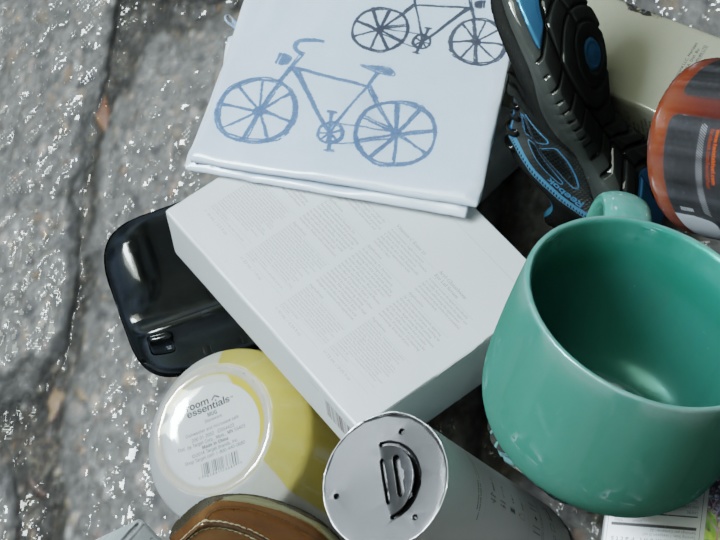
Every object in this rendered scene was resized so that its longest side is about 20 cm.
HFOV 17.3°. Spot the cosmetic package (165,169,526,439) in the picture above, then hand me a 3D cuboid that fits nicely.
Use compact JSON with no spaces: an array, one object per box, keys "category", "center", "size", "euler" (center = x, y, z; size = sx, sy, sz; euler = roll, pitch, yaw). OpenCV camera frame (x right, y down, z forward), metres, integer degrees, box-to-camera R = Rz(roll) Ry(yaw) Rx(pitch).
[{"category":"cosmetic package","center":[0.000,0.000,1.435],"size":[0.150,0.052,0.200],"euler":[-34,61,-16]}]

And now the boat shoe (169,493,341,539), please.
[{"category":"boat shoe","center":[-0.027,0.206,1.419],"size":[0.076,0.199,0.074],"euler":[-43,28,22]}]

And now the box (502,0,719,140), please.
[{"category":"box","center":[0.148,-0.129,1.502],"size":[0.199,0.082,0.069],"euler":[26,72,24]}]

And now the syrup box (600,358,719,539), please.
[{"category":"syrup box","center":[0.192,0.148,1.399],"size":[0.081,0.079,0.202],"euler":[0,73,26]}]

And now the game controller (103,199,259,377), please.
[{"category":"game controller","center":[-0.061,-0.008,1.511],"size":[0.199,0.042,0.105],"euler":[-19,80,-11]}]

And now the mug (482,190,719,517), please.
[{"category":"mug","center":[0.152,0.055,1.331],"size":[0.151,0.185,0.115],"euler":[32,130,14]}]

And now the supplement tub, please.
[{"category":"supplement tub","center":[0.262,-0.058,1.318],"size":[0.199,0.107,0.108],"euler":[14,78,49]}]

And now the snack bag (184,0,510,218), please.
[{"category":"snack bag","center":[0.003,-0.132,1.475],"size":[0.187,0.021,0.201],"euler":[8,61,12]}]

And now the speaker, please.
[{"category":"speaker","center":[0.055,0.148,1.397],"size":[0.081,0.200,0.082],"euler":[-9,68,23]}]

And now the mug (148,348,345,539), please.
[{"category":"mug","center":[-0.049,0.104,1.494],"size":[0.149,0.153,0.188],"euler":[26,85,32]}]

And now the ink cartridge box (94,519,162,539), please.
[{"category":"ink cartridge box","center":[-0.115,0.251,1.446],"size":[0.044,0.200,0.173],"euler":[-49,11,-33]}]

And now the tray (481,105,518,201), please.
[{"category":"tray","center":[0.048,-0.085,1.588],"size":[0.200,0.022,0.108],"euler":[-44,58,7]}]

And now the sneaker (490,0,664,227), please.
[{"category":"sneaker","center":[0.113,-0.095,1.421],"size":[0.081,0.201,0.073],"euler":[-1,40,37]}]

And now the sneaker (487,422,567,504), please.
[{"category":"sneaker","center":[0.142,0.055,1.466],"size":[0.077,0.086,0.201],"euler":[-2,49,41]}]
